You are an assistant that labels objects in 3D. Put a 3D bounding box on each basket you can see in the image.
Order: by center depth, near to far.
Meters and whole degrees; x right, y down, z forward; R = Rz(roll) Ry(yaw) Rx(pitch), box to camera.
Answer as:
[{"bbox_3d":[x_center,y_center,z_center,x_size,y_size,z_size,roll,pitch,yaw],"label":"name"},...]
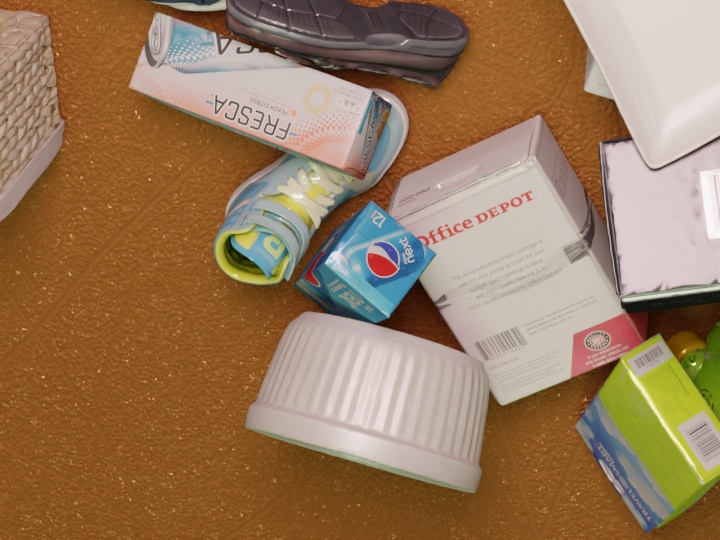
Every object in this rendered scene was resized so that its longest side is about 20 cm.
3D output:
[{"bbox_3d":[-0.333,-0.128,1.509,0.134,0.200,0.124,5,115,8],"label":"basket"}]

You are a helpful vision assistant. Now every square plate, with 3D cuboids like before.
[{"bbox_3d":[0.244,-0.202,1.282,0.199,0.028,0.199,-27,103,11],"label":"square plate"}]

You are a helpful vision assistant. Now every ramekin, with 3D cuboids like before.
[{"bbox_3d":[0.014,0.106,1.533,0.198,0.200,0.106,16,83,1],"label":"ramekin"}]

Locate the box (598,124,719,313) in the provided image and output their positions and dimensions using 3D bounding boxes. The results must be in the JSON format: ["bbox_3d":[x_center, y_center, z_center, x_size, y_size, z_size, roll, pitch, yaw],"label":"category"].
[{"bbox_3d":[0.286,-0.041,1.404,0.198,0.197,0.125,-8,84,8],"label":"box"}]

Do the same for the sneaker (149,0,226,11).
[{"bbox_3d":[-0.109,-0.256,1.428,0.199,0.081,0.146,-11,164,35],"label":"sneaker"}]

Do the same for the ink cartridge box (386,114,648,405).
[{"bbox_3d":[0.132,-0.007,1.550,0.145,0.085,0.201,-23,116,23],"label":"ink cartridge box"}]

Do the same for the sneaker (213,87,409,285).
[{"bbox_3d":[-0.042,-0.058,1.527,0.079,0.131,0.200,42,119,-14],"label":"sneaker"}]

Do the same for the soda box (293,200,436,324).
[{"bbox_3d":[0.000,0.000,1.502,0.068,0.200,0.064,39,80,-4],"label":"soda box"}]

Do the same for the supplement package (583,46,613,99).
[{"bbox_3d":[0.248,-0.228,1.373,0.116,0.117,0.201,15,123,1],"label":"supplement package"}]

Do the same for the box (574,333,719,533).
[{"bbox_3d":[0.246,0.142,1.561,0.047,0.200,0.122,-29,75,-13],"label":"box"}]

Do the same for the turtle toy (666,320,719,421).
[{"bbox_3d":[0.354,0.074,1.533,0.200,0.146,0.101,-46,128,14],"label":"turtle toy"}]

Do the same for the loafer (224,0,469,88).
[{"bbox_3d":[-0.014,-0.177,1.460,0.198,0.072,0.063,4,132,-19],"label":"loafer"}]

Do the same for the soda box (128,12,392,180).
[{"bbox_3d":[-0.079,-0.139,1.483,0.199,0.064,0.069,21,91,16],"label":"soda box"}]
